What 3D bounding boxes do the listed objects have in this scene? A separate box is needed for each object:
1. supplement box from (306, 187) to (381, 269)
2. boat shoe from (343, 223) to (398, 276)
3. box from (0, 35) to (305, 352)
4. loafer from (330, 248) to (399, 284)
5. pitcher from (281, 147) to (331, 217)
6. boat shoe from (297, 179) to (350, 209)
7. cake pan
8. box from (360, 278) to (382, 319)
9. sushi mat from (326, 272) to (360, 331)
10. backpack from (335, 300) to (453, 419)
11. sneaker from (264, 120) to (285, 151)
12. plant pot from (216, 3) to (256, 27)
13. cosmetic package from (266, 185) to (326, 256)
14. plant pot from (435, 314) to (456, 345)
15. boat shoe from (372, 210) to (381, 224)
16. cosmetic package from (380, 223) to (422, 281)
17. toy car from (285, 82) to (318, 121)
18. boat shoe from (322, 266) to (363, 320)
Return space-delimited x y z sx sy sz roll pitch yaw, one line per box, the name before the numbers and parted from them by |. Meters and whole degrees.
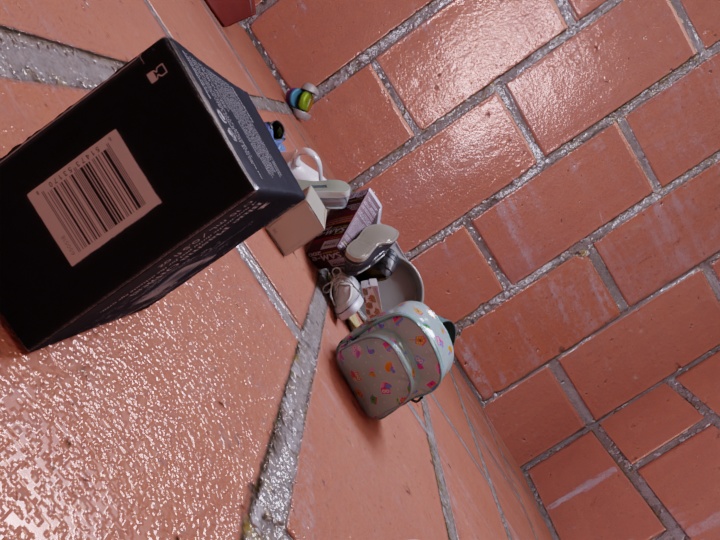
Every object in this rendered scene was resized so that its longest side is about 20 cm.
supplement box | -0.038 -0.100 1.523 0.061 0.107 0.202 50 49 -30
boat shoe | 0.022 -0.049 1.471 0.072 0.064 0.199 29 36 19
box | -0.163 -0.055 0.505 0.119 0.194 0.200 57 7 -3
loafer | 0.000 0.000 1.555 0.073 0.197 0.073 51 44 -27
pitcher | -0.126 -0.206 1.573 0.169 0.122 0.201 -6 -49 46
boat shoe | -0.120 -0.166 1.490 0.071 0.195 0.073 -110 -156 -49
cake pan | 0.071 0.060 1.706 0.203 0.198 0.037 57 -11 2
box | 0.035 0.118 1.472 0.042 0.038 0.205 -96 176 -66
sushi mat | -0.028 0.098 1.535 0.096 0.012 0.202 47 13 -52
backpack | 0.066 0.161 1.172 0.178 0.198 0.153 59 23 4
sneaker | -0.229 -0.344 1.704 0.080 0.088 0.200 59 7 6
plant pot | -0.507 -1.066 2.507 0.201 0.196 0.180 -104 173 -69
cosmetic package | -0.130 -0.109 1.348 0.074 0.102 0.201 55 8 -15
plant pot | 0.152 0.199 1.761 0.133 0.202 0.200 28 -10 33
boat shoe | 0.006 -0.072 1.642 0.072 0.066 0.206 -40 141 -78
cosmetic package | 0.047 -0.013 1.845 0.169 0.165 0.200 54 1 -26
toy car | -0.303 -0.860 3.225 0.147 0.179 0.200 22 10 -1
boat shoe | -0.042 0.036 1.436 0.087 0.074 0.203 53 13 -17
